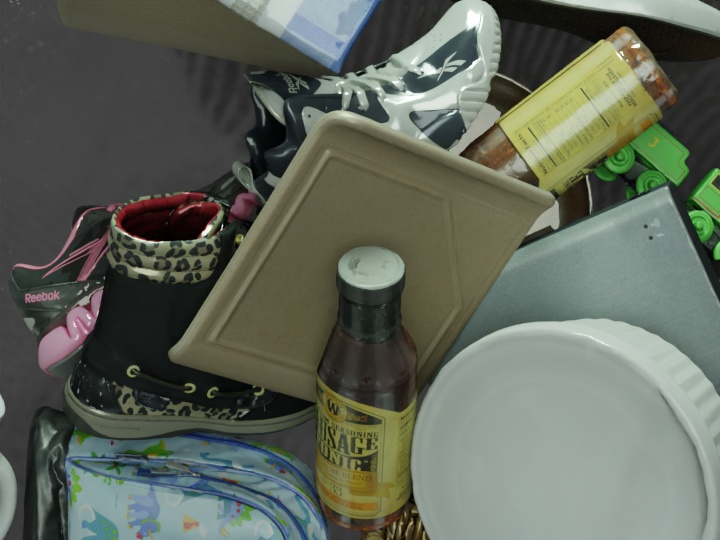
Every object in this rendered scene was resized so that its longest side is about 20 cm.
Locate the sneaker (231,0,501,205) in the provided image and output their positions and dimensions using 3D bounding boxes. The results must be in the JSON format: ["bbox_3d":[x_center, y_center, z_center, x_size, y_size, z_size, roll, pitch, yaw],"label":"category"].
[{"bbox_3d":[-0.006,-0.112,1.260,0.129,0.080,0.199,34,98,-26],"label":"sneaker"}]

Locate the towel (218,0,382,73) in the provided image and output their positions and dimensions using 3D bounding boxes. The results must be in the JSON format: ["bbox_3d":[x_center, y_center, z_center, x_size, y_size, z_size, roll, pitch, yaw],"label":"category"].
[{"bbox_3d":[-0.059,-0.229,1.160,0.200,0.024,0.147,33,90,-2],"label":"towel"}]

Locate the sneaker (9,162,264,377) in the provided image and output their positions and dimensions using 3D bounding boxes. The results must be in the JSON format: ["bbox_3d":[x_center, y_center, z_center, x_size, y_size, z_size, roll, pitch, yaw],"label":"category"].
[{"bbox_3d":[-0.149,-0.020,1.311,0.200,0.079,0.095,-36,68,-5],"label":"sneaker"}]

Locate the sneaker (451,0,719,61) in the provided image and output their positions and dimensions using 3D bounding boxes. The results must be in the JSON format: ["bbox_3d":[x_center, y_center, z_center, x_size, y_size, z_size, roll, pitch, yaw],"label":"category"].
[{"bbox_3d":[0.160,-0.200,1.312,0.199,0.073,0.085,15,72,-9],"label":"sneaker"}]

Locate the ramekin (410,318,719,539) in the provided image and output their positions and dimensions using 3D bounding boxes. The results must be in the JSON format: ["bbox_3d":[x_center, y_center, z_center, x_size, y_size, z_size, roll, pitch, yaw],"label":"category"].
[{"bbox_3d":[0.140,0.122,1.207,0.202,0.094,0.203,7,105,29],"label":"ramekin"}]

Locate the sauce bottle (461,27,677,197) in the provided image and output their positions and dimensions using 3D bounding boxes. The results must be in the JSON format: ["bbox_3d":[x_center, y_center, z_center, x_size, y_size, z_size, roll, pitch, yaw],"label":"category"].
[{"bbox_3d":[0.111,-0.075,1.279,0.200,0.066,0.066,-37,90,9],"label":"sauce bottle"}]

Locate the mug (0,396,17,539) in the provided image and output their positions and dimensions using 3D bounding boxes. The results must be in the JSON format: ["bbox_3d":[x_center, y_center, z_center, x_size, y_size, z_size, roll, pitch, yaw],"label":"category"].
[{"bbox_3d":[-0.319,0.137,1.288,0.200,0.148,0.176,29,99,-30],"label":"mug"}]

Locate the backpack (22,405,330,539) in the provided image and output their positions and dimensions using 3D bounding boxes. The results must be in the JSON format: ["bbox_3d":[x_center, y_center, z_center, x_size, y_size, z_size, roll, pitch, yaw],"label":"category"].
[{"bbox_3d":[-0.118,0.178,1.286,0.199,0.154,0.164,4,99,-14],"label":"backpack"}]

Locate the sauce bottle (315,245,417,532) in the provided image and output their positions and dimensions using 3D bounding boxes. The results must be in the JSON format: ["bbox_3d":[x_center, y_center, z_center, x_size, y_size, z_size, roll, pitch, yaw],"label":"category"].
[{"bbox_3d":[0.003,0.073,1.210,0.066,0.066,0.201,-1,129,0],"label":"sauce bottle"}]

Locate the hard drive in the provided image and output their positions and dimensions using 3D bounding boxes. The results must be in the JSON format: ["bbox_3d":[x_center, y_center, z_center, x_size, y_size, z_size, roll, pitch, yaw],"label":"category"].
[{"bbox_3d":[0.138,0.045,1.274,0.200,0.033,0.140,-24,97,20],"label":"hard drive"}]

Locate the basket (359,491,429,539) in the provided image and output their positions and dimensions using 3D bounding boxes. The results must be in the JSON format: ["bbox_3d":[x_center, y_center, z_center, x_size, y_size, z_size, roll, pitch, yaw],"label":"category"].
[{"bbox_3d":[0.092,0.212,1.277,0.199,0.143,0.150,17,91,0],"label":"basket"}]

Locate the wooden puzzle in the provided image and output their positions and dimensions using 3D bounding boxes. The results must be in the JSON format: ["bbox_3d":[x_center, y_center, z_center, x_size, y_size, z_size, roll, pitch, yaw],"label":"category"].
[{"bbox_3d":[0.000,0.000,1.215,0.185,0.037,0.200,19,117,-37],"label":"wooden puzzle"}]

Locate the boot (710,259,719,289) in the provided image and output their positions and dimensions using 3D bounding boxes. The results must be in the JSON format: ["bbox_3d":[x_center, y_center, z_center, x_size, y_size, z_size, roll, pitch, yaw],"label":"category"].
[{"bbox_3d":[0.294,0.076,1.288,0.199,0.069,0.175,-6,106,26],"label":"boot"}]

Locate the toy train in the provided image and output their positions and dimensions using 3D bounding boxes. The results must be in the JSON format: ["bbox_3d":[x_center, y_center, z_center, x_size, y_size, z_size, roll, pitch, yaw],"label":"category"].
[{"bbox_3d":[0.241,-0.033,1.330,0.200,0.042,0.056,41,79,-1],"label":"toy train"}]

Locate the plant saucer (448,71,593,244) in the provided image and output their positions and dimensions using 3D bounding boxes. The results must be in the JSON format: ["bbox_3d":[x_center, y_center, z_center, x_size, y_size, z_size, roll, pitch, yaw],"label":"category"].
[{"bbox_3d":[0.057,-0.039,1.332,0.199,0.032,0.201,0,90,0],"label":"plant saucer"}]

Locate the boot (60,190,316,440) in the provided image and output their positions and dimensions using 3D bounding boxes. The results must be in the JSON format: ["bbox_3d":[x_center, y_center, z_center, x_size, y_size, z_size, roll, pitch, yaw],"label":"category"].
[{"bbox_3d":[-0.083,0.027,1.251,0.203,0.074,0.154,-5,127,-30],"label":"boot"}]

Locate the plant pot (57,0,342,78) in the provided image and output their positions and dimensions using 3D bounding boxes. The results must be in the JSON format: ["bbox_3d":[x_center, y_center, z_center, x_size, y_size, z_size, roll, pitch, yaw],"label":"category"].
[{"bbox_3d":[-0.092,-0.245,1.259,0.199,0.177,0.201,12,91,0],"label":"plant pot"}]
